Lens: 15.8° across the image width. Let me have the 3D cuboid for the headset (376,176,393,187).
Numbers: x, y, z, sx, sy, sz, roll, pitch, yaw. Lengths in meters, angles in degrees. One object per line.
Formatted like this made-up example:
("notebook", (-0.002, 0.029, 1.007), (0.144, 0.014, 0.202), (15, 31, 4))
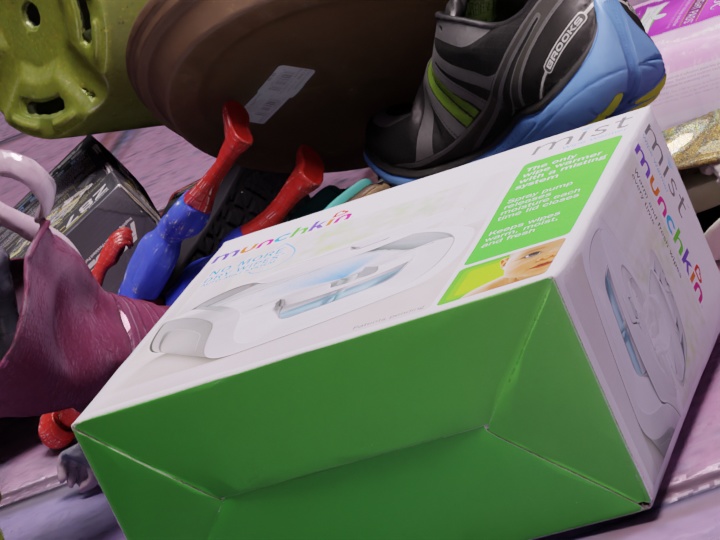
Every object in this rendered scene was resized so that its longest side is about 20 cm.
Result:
("headset", (0.057, -0.109, 1.415), (0.093, 0.124, 0.201), (-18, 35, 20))

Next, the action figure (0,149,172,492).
("action figure", (-0.110, 0.031, 1.092), (0.199, 0.150, 0.134), (7, 2, -40))

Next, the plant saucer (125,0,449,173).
("plant saucer", (-0.007, -0.097, 1.176), (0.199, 0.030, 0.200), (-8, -25, -4))

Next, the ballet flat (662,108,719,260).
("ballet flat", (0.121, -0.022, 1.118), (0.199, 0.071, 0.071), (-20, 14, 17))

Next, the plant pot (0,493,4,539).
("plant pot", (-0.232, 0.100, 0.911), (0.189, 0.201, 0.200), (17, 26, 11))

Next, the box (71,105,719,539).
("box", (0.023, 0.036, 0.981), (0.199, 0.097, 0.177), (-17, 18, 25))

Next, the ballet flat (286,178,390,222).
("ballet flat", (0.000, 0.000, 1.178), (0.068, 0.072, 0.200), (-45, 4, -3))

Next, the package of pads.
("package of pads", (0.151, -0.089, 1.273), (0.199, 0.076, 0.121), (-16, 19, 26))

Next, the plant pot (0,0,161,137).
("plant pot", (-0.105, -0.151, 1.333), (0.199, 0.201, 0.189), (-8, 10, 45))

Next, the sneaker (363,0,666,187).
("sneaker", (0.061, -0.085, 1.116), (0.070, 0.083, 0.199), (-18, -4, -28))

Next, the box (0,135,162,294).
("box", (-0.186, 0.024, 1.312), (0.200, 0.049, 0.161), (-44, 14, -1))

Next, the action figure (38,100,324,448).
("action figure", (-0.093, 0.012, 1.204), (0.200, 0.065, 0.052), (-51, 24, 23))

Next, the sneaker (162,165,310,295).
("sneaker", (-0.092, -0.007, 1.353), (0.082, 0.072, 0.200), (-16, 16, 29))

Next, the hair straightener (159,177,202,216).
("hair straightener", (-0.123, -0.019, 1.505), (0.199, 0.041, 0.077), (-21, 14, 7))
